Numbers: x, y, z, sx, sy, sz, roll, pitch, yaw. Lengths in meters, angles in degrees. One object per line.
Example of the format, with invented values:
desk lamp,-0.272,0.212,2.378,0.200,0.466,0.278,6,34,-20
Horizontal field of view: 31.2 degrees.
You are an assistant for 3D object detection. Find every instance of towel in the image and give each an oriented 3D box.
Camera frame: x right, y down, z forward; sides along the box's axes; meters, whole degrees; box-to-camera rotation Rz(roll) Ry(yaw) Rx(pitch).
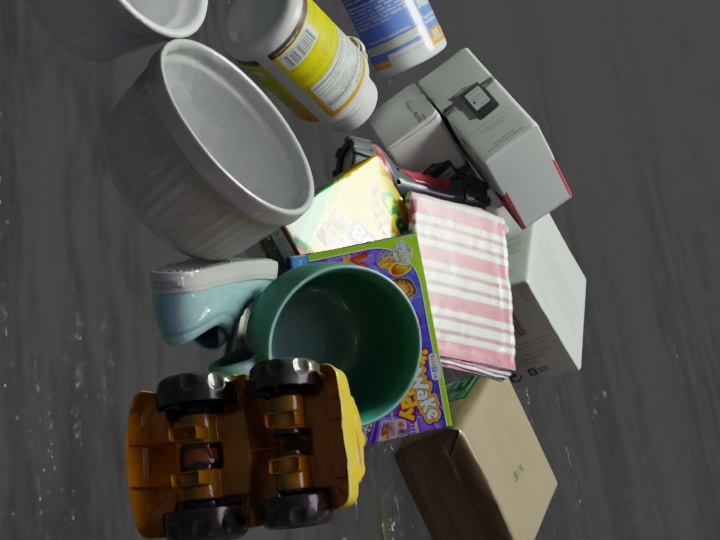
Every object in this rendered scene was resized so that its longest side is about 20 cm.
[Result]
towel,0.109,0.018,1.444,0.146,0.030,0.202,15,64,-37

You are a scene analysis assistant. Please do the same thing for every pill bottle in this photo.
pill bottle,-0.063,-0.244,1.503,0.200,0.109,0.110,39,39,-47
pill bottle,0.031,-0.378,1.785,0.201,0.111,0.112,64,26,-14

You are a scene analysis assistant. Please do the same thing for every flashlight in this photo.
flashlight,0.066,-0.114,1.608,0.199,0.068,0.068,11,20,-24

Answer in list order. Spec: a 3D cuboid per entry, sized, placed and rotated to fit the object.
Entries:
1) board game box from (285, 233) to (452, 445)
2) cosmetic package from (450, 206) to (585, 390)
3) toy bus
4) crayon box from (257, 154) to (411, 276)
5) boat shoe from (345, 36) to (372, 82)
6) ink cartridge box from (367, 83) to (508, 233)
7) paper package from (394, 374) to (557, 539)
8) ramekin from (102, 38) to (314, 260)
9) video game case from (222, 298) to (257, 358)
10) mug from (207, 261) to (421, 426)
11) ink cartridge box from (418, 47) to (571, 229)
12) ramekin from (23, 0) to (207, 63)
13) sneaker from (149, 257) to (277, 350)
board game box,0.008,0.072,1.319,0.045,0.133,0.202,-173,-109,-79
cosmetic package,0.197,0.038,1.750,0.165,0.164,0.201,56,30,-27
toy bus,-0.071,0.161,1.101,0.192,0.198,0.137,28,54,-63
crayon box,0.000,0.000,1.409,0.172,0.058,0.201,-36,100,-41
boat shoe,-0.025,-0.265,1.640,0.200,0.069,0.071,31,45,-52
ink cartridge box,0.101,-0.132,1.724,0.201,0.084,0.145,55,4,-27
paper package,0.143,0.243,1.565,0.192,0.103,0.200,65,27,-10
ramekin,-0.146,-0.104,1.200,0.200,0.105,0.201,42,25,-25
video game case,-0.089,0.117,1.294,0.143,0.018,0.201,50,32,-36
mug,-0.047,0.064,1.217,0.184,0.114,0.153,18,85,-21
ink cartridge box,0.172,-0.172,1.661,0.145,0.083,0.200,52,4,-45
ramekin,-0.240,-0.293,1.203,0.200,0.097,0.202,44,35,-43
sneaker,-0.139,0.031,1.218,0.200,0.073,0.083,-11,103,-64
